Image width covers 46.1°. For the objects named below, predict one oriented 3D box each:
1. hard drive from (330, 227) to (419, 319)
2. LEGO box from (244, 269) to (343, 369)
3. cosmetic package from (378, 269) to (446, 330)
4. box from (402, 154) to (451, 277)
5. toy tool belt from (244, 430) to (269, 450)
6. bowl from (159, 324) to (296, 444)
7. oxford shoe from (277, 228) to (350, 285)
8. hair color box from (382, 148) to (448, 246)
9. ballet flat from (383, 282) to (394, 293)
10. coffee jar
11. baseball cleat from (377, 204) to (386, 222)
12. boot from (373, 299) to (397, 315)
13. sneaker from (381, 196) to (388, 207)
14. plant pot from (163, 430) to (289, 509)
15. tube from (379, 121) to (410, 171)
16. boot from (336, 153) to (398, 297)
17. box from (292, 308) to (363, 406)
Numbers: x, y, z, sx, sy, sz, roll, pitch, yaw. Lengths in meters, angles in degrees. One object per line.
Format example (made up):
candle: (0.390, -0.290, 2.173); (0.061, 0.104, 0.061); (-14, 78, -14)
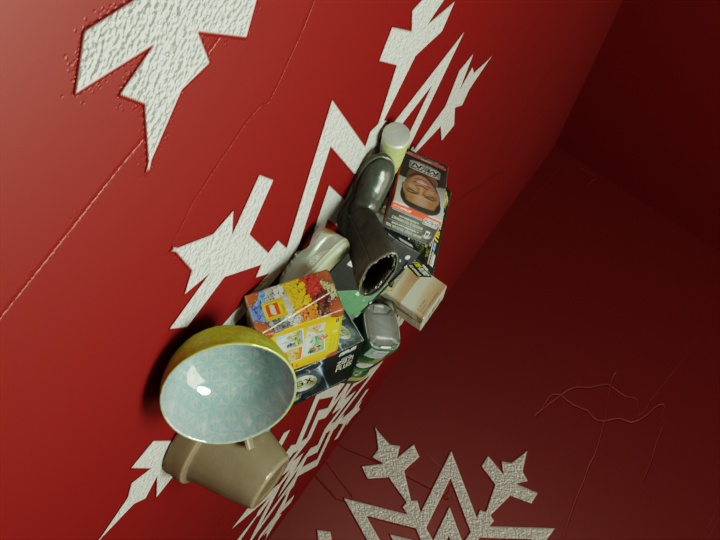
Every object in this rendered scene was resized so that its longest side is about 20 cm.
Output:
hard drive: (0.000, 0.000, 1.609); (0.139, 0.038, 0.200); (25, 117, -40)
LEGO box: (-0.113, 0.096, 1.430); (0.146, 0.078, 0.201); (-17, 156, -14)
cosmetic package: (0.085, 0.029, 1.911); (0.104, 0.198, 0.088); (-53, 168, -18)
box: (0.121, -0.111, 1.740); (0.160, 0.049, 0.204); (43, 57, -55)
toy tool belt: (-0.185, 0.212, 1.391); (0.201, 0.122, 0.125); (84, 13, -62)
bowl: (-0.199, 0.148, 1.249); (0.202, 0.197, 0.108); (-62, -151, 28)
oxford shoe: (-0.102, 0.003, 1.449); (0.200, 0.058, 0.075); (-44, 169, 14)
hair color box: (0.105, -0.141, 1.581); (0.202, 0.100, 0.062); (-78, -169, -52)
ballet flat: (0.072, -0.039, 1.853); (0.062, 0.068, 0.203); (-11, -123, 50)
coffee jar: (0.003, 0.156, 1.747); (0.084, 0.106, 0.200); (5, 150, -26)
baseball cleat: (0.011, -0.081, 1.632); (0.108, 0.069, 0.200); (-58, 168, 1)
boot: (-0.032, 0.102, 1.885); (0.149, 0.198, 0.075); (-6, 94, -39)
sneaker: (0.047, -0.058, 1.788); (0.202, 0.089, 0.078); (-58, 168, 7)
plant pot: (-0.227, 0.332, 1.523); (0.201, 0.173, 0.201); (-51, 168, -15)
tube: (0.056, -0.203, 1.551); (0.057, 0.053, 0.200); (-23, 165, -12)
boot: (0.024, -0.080, 1.436); (0.201, 0.071, 0.184); (-106, -143, -58)
box: (-0.107, 0.176, 1.627); (0.197, 0.087, 0.165); (-22, 154, -24)
